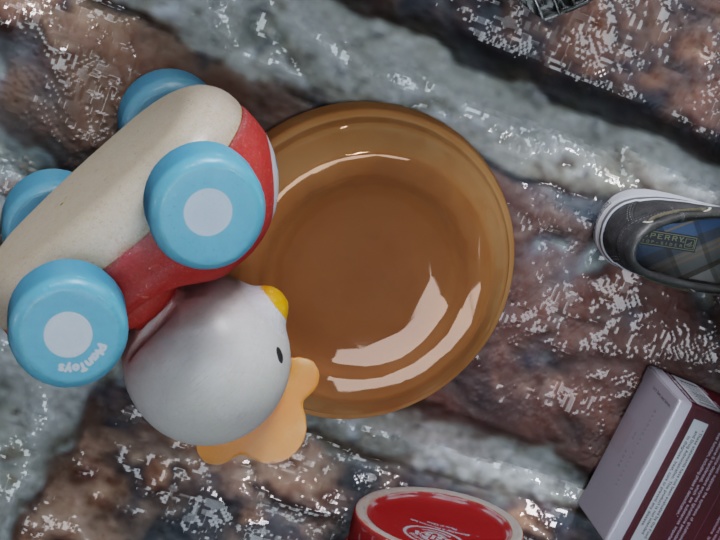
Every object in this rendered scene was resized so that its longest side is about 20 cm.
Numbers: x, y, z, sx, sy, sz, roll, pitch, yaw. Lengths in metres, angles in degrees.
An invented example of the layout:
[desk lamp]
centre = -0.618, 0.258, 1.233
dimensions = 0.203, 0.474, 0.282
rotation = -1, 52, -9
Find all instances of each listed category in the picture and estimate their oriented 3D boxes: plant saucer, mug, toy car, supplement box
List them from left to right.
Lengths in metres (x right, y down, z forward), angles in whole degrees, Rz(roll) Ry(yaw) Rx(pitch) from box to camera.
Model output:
[toy car]
centre = -0.086, 0.019, 1.021
dimensions = 0.177, 0.184, 0.200
rotation = -40, 114, 4
[plant saucer]
centre = 0.000, 0.000, 1.113
dimensions = 0.198, 0.037, 0.202
rotation = -4, 110, -11
[mug]
centre = 0.015, 0.248, 1.157
dimensions = 0.176, 0.133, 0.202
rotation = 5, 105, -16
[supplement box]
centre = 0.256, 0.151, 1.210
dimensions = 0.199, 0.061, 0.110
rotation = 22, 103, -18

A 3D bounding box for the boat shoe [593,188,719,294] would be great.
[boat shoe]
centre = 0.245, -0.012, 1.146
dimensions = 0.198, 0.066, 0.071
rotation = 9, 107, -15

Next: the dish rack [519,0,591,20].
[dish rack]
centre = 0.154, -0.239, 1.053
dimensions = 0.199, 0.055, 0.154
rotation = -25, 111, -1
